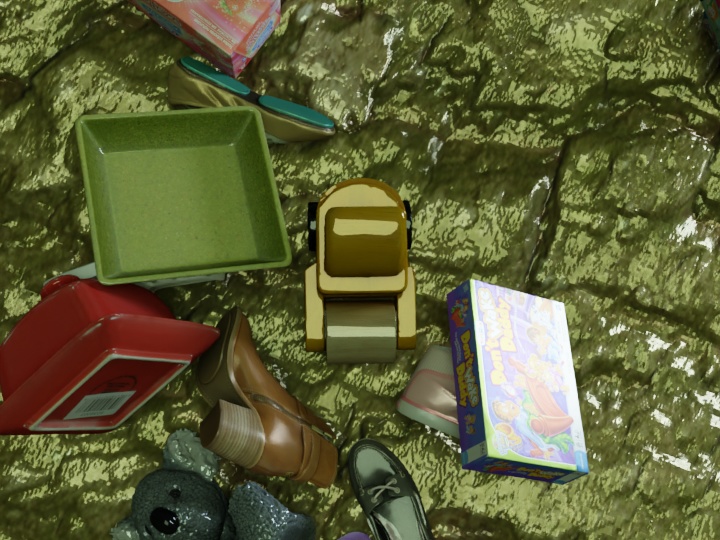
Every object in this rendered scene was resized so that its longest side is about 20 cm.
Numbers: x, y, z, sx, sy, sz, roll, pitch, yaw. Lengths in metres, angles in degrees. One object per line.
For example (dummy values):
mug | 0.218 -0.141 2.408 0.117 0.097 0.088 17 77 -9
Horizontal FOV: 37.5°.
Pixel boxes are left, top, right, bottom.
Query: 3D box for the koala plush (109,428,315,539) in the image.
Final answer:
koala plush | -0.163 0.280 1.123 0.200 0.184 0.178 27 90 21

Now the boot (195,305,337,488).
boot | -0.095 0.139 1.160 0.155 0.200 0.077 26 121 -28

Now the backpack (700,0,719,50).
backpack | 0.498 -0.279 1.209 0.177 0.151 0.200 -26 79 -3

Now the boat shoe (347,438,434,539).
boat shoe | 0.045 0.278 1.169 0.067 0.057 0.200 -24 86 -6

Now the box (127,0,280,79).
box | -0.195 -0.321 1.198 0.200 0.103 0.095 37 83 0

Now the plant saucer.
plant saucer | -0.190 -0.074 1.125 0.199 0.048 0.200 -6 66 -18

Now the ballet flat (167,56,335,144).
ballet flat | -0.127 -0.179 1.215 0.200 0.069 0.063 24 111 2

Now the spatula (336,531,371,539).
spatula | 0.030 0.383 1.174 0.056 0.021 0.200 -31 88 0

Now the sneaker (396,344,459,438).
sneaker | 0.149 0.146 1.179 0.200 0.075 0.105 23 88 3

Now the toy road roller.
toy road roller | 0.000 0.000 1.151 0.123 0.146 0.200 -1 84 -3

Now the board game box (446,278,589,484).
board game box | 0.166 0.119 1.137 0.134 0.045 0.200 14 58 -28

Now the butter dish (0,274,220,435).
butter dish | -0.285 0.070 1.099 0.199 0.200 0.148 -41 67 18

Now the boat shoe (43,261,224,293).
boat shoe | -0.247 0.014 1.176 0.200 0.071 0.070 -15 91 -7
